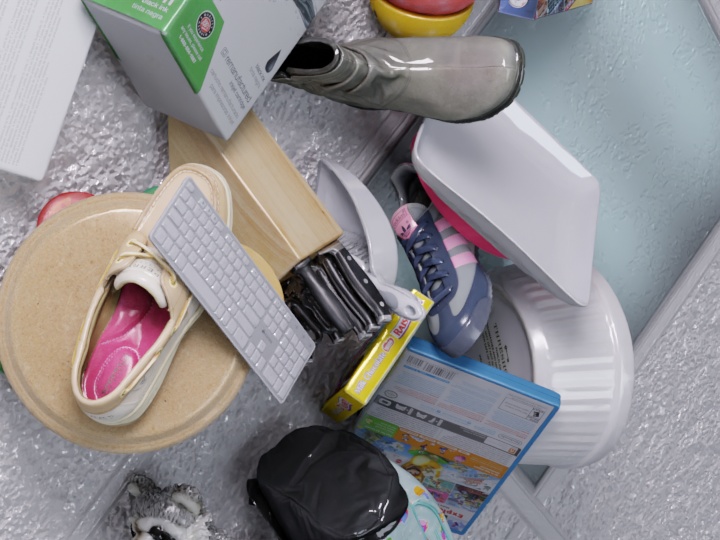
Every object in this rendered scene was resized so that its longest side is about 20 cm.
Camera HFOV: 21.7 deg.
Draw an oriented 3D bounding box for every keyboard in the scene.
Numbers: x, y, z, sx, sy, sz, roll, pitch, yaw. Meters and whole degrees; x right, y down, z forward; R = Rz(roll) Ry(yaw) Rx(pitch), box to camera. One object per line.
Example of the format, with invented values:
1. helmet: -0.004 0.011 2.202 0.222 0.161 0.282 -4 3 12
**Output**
1. keyboard: -0.089 0.017 1.348 0.200 0.011 0.056 55 49 -42

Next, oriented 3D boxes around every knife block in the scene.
1. knife block: -0.059 -0.032 1.441 0.064 0.175 0.200 -33 130 -51

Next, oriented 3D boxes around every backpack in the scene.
1. backpack: 0.008 0.236 1.614 0.127 0.167 0.200 -37 131 -12

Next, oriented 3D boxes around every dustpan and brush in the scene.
1. dustpan and brush: 0.000 0.000 1.501 0.057 0.200 0.140 -5 112 -42

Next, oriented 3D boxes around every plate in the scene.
1. plate: 0.120 -0.078 1.580 0.200 0.032 0.200 40 32 -17

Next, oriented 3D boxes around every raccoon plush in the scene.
1. raccoon plush: -0.134 0.219 1.583 0.200 0.097 0.134 -35 121 -69

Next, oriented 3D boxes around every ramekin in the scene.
1. ramekin: 0.150 0.085 1.703 0.094 0.202 0.203 -3 111 -30

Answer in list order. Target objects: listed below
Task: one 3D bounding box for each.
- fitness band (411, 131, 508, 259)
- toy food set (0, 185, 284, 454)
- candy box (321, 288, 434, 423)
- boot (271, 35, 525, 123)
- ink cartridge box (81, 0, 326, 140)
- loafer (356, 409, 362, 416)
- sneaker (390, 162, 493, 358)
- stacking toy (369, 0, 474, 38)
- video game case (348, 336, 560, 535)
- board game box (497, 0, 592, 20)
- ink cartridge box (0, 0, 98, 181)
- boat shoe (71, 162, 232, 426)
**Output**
1. fitness band: 0.126 -0.072 1.644 0.200 0.144 0.037 12 136 -46
2. toy food set: -0.172 0.034 1.387 0.198 0.049 0.200 37 82 -3
3. candy box: 0.012 0.075 1.583 0.102 0.026 0.200 -53 180 -11
4. boot: 0.016 -0.153 1.454 0.131 0.200 0.068 5 88 -50
5. ink cartridge box: -0.094 -0.220 1.364 0.200 0.083 0.147 -57 152 -16
6. loafer: 0.046 0.190 1.728 0.073 0.072 0.200 -35 130 -31
7. sneaker: 0.059 -0.011 1.590 0.082 0.200 0.070 30 122 -27
8. stacking toy: 0.052 -0.232 1.523 0.146 0.146 0.200 -22 138 -37
9. video game case: 0.067 0.148 1.640 0.143 0.018 0.200 21 132 -10
10. board game box: 0.172 -0.290 1.604 0.200 0.035 0.136 -28 131 -67
11. ink cartridge box: -0.260 -0.175 1.279 0.173 0.044 0.200 16 96 -47
12. boat shoe: -0.148 0.014 1.326 0.069 0.074 0.200 54 56 -78
